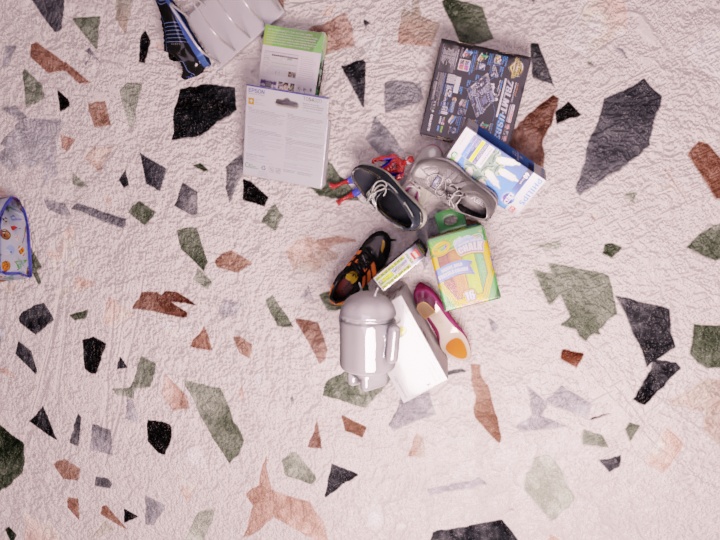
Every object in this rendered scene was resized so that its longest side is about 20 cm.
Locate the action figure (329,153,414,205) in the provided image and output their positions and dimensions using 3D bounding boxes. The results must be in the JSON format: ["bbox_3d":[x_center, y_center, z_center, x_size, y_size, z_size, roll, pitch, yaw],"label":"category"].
[{"bbox_3d":[0.026,-0.207,1.198,0.197,0.099,0.066,-23,94,8],"label":"action figure"}]

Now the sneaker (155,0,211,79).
[{"bbox_3d":[-0.424,-0.537,1.245,0.077,0.070,0.202,-30,91,6],"label":"sneaker"}]

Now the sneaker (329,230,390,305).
[{"bbox_3d":[0.000,0.000,1.226,0.070,0.090,0.201,39,101,3],"label":"sneaker"}]

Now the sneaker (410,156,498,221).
[{"bbox_3d":[0.193,-0.166,1.111,0.197,0.082,0.076,25,125,0],"label":"sneaker"}]

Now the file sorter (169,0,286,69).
[{"bbox_3d":[-0.294,-0.575,1.192,0.199,0.124,0.140,-35,90,12],"label":"file sorter"}]

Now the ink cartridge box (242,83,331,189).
[{"bbox_3d":[-0.164,-0.299,1.221,0.192,0.043,0.204,12,113,8],"label":"ink cartridge box"}]

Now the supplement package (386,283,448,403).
[{"bbox_3d":[0.098,0.154,1.194,0.110,0.156,0.202,-30,92,12],"label":"supplement package"}]

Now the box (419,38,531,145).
[{"bbox_3d":[0.243,-0.369,1.166,0.194,0.050,0.204,13,100,5],"label":"box"}]

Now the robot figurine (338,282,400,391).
[{"bbox_3d":[0.014,0.128,1.068,0.168,0.112,0.205,9,102,45],"label":"robot figurine"}]

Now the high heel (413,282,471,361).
[{"bbox_3d":[0.187,0.116,1.241,0.067,0.096,0.200,-38,109,23],"label":"high heel"}]

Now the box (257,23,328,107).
[{"bbox_3d":[-0.158,-0.438,1.231,0.141,0.036,0.204,12,99,8],"label":"box"}]

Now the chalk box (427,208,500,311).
[{"bbox_3d":[0.214,-0.032,1.171,0.122,0.124,0.204,-15,94,10],"label":"chalk box"}]

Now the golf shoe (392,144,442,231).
[{"bbox_3d":[0.126,-0.178,1.186,0.074,0.091,0.203,24,98,7],"label":"golf shoe"}]

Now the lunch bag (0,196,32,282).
[{"bbox_3d":[-0.927,-0.076,1.356,0.166,0.124,0.205,-6,82,9],"label":"lunch bag"}]

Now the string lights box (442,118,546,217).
[{"bbox_3d":[0.277,-0.214,1.143,0.198,0.059,0.103,32,124,-4],"label":"string lights box"}]

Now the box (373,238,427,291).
[{"bbox_3d":[0.089,-0.016,1.155,0.110,0.200,0.035,-40,90,10],"label":"box"}]

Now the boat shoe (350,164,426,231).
[{"bbox_3d":[0.048,-0.151,1.132,0.200,0.061,0.075,46,123,16],"label":"boat shoe"}]
